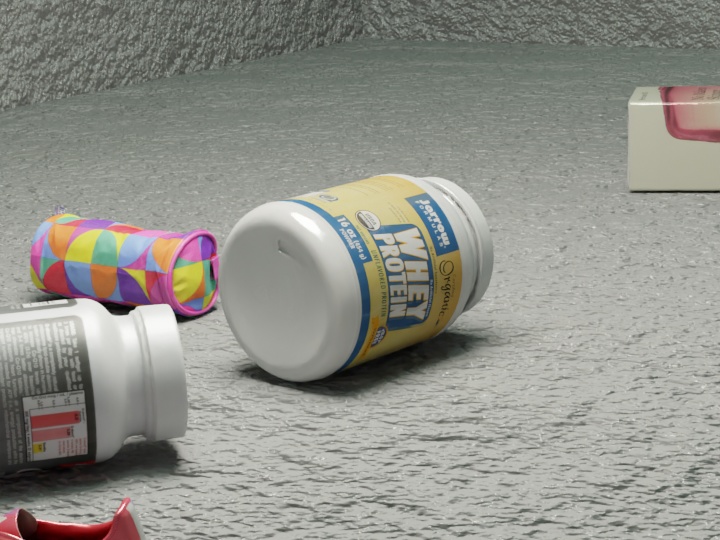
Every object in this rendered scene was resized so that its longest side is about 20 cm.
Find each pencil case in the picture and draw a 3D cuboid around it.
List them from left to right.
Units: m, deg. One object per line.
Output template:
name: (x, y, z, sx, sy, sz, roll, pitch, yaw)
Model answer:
pencil case: (-0.220, -0.008, 1.615, 0.200, 0.089, 0.088, 10, 19, 37)

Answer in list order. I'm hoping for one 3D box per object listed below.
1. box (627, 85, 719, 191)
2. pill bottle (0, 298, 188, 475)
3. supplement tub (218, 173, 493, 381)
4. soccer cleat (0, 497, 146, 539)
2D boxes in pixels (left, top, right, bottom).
box: (0.420, -0.158, 2.045, 0.200, 0.109, 0.128, 1, 15, 13)
pill bottle: (-0.225, 0.080, 1.184, 0.200, 0.116, 0.116, -6, 14, -14)
supplement tub: (0.000, 0.000, 1.407, 0.144, 0.145, 0.200, 10, 19, 41)
soccer cleat: (-0.211, 0.163, 0.924, 0.199, 0.077, 0.067, -3, 14, -1)
